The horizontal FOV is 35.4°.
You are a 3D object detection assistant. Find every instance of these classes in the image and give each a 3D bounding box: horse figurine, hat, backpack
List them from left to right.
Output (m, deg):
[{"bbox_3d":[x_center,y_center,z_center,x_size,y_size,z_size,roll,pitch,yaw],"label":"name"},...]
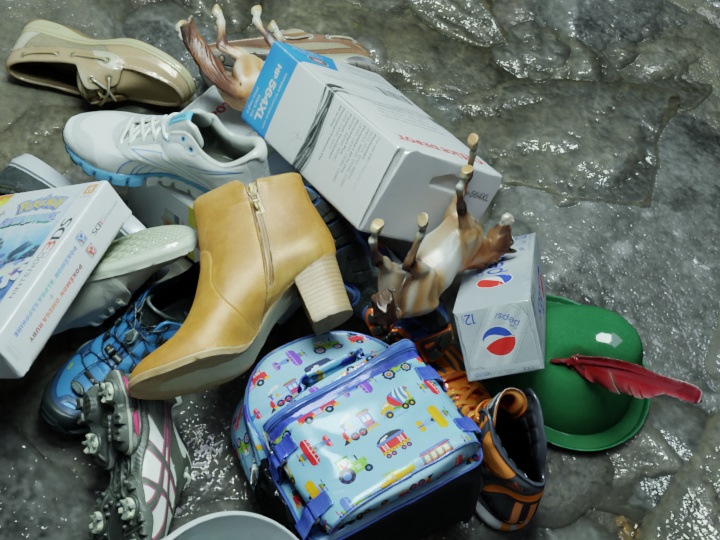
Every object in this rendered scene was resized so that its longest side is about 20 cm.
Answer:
[{"bbox_3d":[-0.096,-0.198,1.090,0.199,0.050,0.134,-13,66,-52],"label":"horse figurine"},{"bbox_3d":[-0.013,0.129,0.922,0.180,0.136,0.201,-21,53,-18],"label":"backpack"},{"bbox_3d":[0.061,-0.016,0.921,0.049,0.134,0.200,26,52,27],"label":"horse figurine"},{"bbox_3d":[0.216,0.051,1.001,0.199,0.177,0.166,35,54,15],"label":"hat"}]

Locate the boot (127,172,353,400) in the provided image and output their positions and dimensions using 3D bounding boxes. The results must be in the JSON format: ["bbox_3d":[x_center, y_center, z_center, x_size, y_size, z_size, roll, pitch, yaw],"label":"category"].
[{"bbox_3d":[-0.115,0.008,0.919,0.199,0.071,0.145,-22,69,-13],"label":"boot"}]

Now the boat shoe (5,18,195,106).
[{"bbox_3d":[-0.268,-0.200,1.166,0.197,0.072,0.065,15,58,10],"label":"boat shoe"}]

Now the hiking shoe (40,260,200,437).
[{"bbox_3d":[-0.196,0.058,0.971,0.074,0.087,0.200,37,56,17],"label":"hiking shoe"}]

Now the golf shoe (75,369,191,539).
[{"bbox_3d":[-0.168,0.179,0.893,0.087,0.077,0.203,12,63,-46],"label":"golf shoe"}]

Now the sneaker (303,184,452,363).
[{"bbox_3d":[0.000,0.000,0.998,0.200,0.075,0.079,45,18,-7],"label":"sneaker"}]

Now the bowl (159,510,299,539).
[{"bbox_3d":[-0.118,0.272,0.801,0.199,0.090,0.205,5,82,-42],"label":"bowl"}]

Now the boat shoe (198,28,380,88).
[{"bbox_3d":[-0.079,-0.222,1.219,0.197,0.076,0.072,3,45,-17],"label":"boat shoe"}]

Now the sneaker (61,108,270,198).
[{"bbox_3d":[-0.169,-0.117,1.002,0.197,0.087,0.076,13,54,1],"label":"sneaker"}]

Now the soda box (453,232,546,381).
[{"bbox_3d":[0.128,0.028,1.002,0.067,0.064,0.200,-11,16,13],"label":"soda box"}]

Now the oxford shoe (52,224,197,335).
[{"bbox_3d":[-0.226,0.014,0.977,0.197,0.058,0.075,-23,16,9],"label":"oxford shoe"}]

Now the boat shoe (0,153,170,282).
[{"bbox_3d":[-0.264,-0.038,1.047,0.198,0.069,0.057,31,57,20],"label":"boat shoe"}]

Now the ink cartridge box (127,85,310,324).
[{"bbox_3d":[-0.106,-0.068,1.085,0.199,0.084,0.145,35,54,14],"label":"ink cartridge box"}]

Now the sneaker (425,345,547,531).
[{"bbox_3d":[0.105,0.115,0.973,0.077,0.113,0.201,-21,60,-25],"label":"sneaker"}]

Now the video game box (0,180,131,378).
[{"bbox_3d":[-0.312,0.009,0.946,0.197,0.047,0.183,-5,42,33],"label":"video game box"}]

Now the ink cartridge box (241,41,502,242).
[{"bbox_3d":[0.008,-0.111,1.009,0.145,0.085,0.200,10,28,-45],"label":"ink cartridge box"}]
